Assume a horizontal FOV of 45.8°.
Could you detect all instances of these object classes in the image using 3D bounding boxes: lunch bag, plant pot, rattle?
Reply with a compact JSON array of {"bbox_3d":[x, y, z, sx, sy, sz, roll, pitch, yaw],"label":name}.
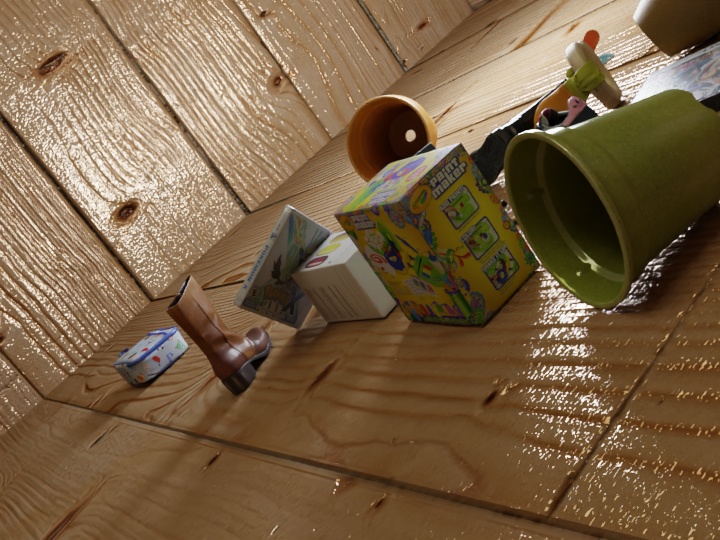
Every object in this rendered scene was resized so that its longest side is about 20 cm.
[{"bbox_3d":[-0.500,0.199,2.039,0.160,0.076,0.199,-43,17,-26],"label":"lunch bag"},{"bbox_3d":[0.542,-0.451,1.364,0.200,0.186,0.187,-44,10,30],"label":"plant pot"},{"bbox_3d":[0.283,-0.093,0.898,0.182,0.203,0.200,-29,13,-13],"label":"plant pot"},{"bbox_3d":[0.367,-0.320,1.460,0.201,0.128,0.144,-88,23,-53],"label":"rattle"},{"bbox_3d":[0.091,-0.297,1.934,0.199,0.202,0.183,-30,0,26],"label":"plant pot"}]

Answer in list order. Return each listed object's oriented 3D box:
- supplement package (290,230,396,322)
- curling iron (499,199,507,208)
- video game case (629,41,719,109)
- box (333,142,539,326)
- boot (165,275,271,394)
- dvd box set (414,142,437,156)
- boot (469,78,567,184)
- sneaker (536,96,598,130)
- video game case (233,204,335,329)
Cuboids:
[{"bbox_3d":[-0.009,0.005,1.390,0.114,0.110,0.199,-45,16,-26],"label":"supplement package"},{"bbox_3d":[0.189,-0.107,1.413,0.049,0.026,0.199,-3,7,-21],"label":"curling iron"},{"bbox_3d":[0.471,-0.265,1.234,0.180,0.026,0.200,-20,24,50],"label":"video game case"},{"bbox_3d":[0.095,-0.042,1.128,0.122,0.194,0.199,-42,16,-19],"label":"box"},{"bbox_3d":[-0.253,0.097,1.513,0.068,0.201,0.189,-29,17,28],"label":"boot"},{"bbox_3d":[0.075,-0.168,1.738,0.146,0.029,0.200,-44,-3,-22],"label":"dvd box set"},{"bbox_3d":[0.284,-0.241,1.508,0.199,0.066,0.165,-40,-2,-26],"label":"boot"},{"bbox_3d":[0.303,-0.218,1.371,0.070,0.082,0.199,-47,13,-34],"label":"sneaker"},{"bbox_3d":[-0.115,0.000,1.461,0.022,0.199,0.184,29,90,30],"label":"video game case"}]
